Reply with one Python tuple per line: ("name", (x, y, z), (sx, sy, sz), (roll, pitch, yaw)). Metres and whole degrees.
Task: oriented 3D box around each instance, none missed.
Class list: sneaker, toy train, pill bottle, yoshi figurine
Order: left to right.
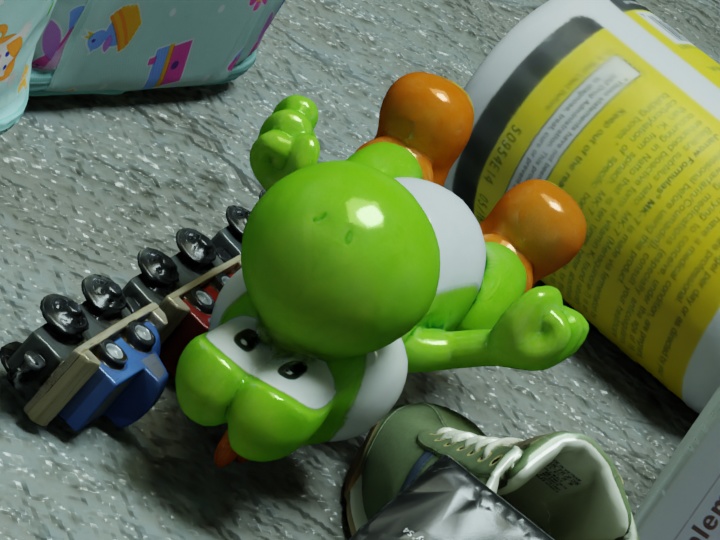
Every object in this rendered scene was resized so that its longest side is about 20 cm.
("toy train", (-0.059, 0.015, 0.907), (0.046, 0.034, 0.200), (47, 25, 6))
("yoshi figurine", (0.011, -0.007, 0.885), (0.112, 0.112, 0.200), (-1, 20, 25))
("sneaker", (0.049, 0.082, 0.825), (0.067, 0.090, 0.200), (21, 25, -18))
("pill bottle", (0.136, -0.014, 1.082), (0.200, 0.114, 0.114), (41, 26, 23))

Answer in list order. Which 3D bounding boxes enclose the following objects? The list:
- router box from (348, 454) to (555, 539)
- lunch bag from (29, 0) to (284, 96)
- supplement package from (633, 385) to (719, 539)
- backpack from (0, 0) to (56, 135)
("router box", (0.047, 0.156, 0.663), (0.200, 0.051, 0.149), (38, 50, 17))
("lunch bag", (-0.125, -0.140, 1.075), (0.160, 0.077, 0.200), (40, 26, 23))
("supplement package", (0.203, 0.100, 0.932), (0.200, 0.117, 0.117), (35, 25, 8))
("backpack", (-0.183, -0.110, 0.857), (0.177, 0.151, 0.200), (8, 24, -28))
